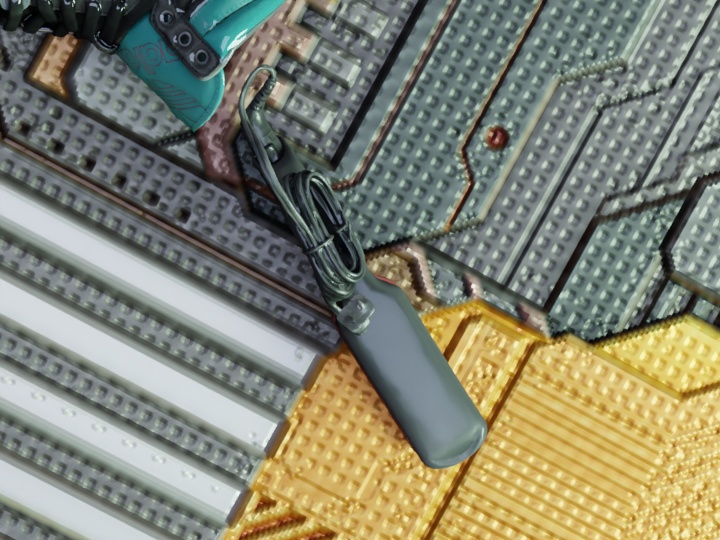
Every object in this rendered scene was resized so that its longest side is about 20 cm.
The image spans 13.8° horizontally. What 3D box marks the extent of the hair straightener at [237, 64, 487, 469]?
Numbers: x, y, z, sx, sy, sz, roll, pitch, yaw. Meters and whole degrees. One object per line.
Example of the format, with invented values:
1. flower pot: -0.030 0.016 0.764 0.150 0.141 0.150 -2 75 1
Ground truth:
1. hair straightener: 0.000 0.000 1.318 0.041 0.077 0.201 -27 102 -3

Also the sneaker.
1. sneaker: -0.109 -0.109 1.285 0.199 0.084 0.121 -26 92 -6
